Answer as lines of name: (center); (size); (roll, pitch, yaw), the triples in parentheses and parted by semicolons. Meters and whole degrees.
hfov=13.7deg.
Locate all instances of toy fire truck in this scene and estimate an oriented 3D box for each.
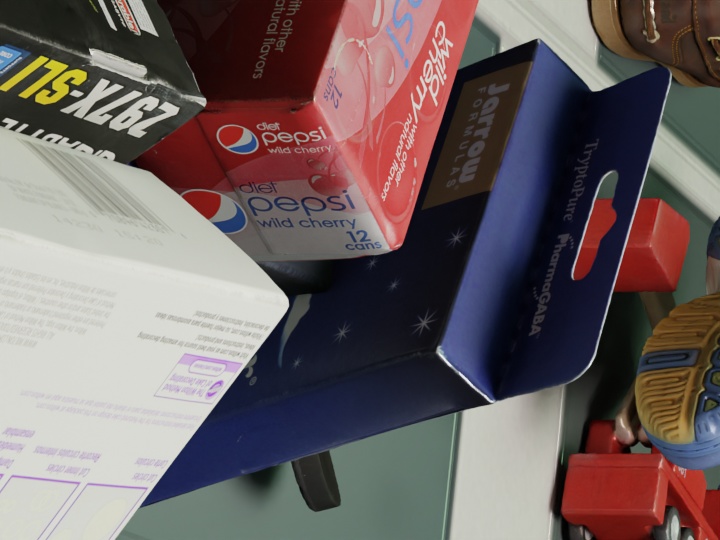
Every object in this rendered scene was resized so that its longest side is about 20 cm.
toy fire truck: (0.134, 0.069, 1.366); (0.200, 0.048, 0.142); (52, 44, -54)

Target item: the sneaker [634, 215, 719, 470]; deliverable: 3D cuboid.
sneaker: (0.177, 0.045, 1.311); (0.200, 0.075, 0.089); (-50, 134, -54)

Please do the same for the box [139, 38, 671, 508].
box: (0.000, 0.000, 0.910); (0.032, 0.199, 0.122); (42, 49, -29)

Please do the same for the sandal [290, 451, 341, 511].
sandal: (-0.011, -0.016, 1.036); (0.075, 0.045, 0.201); (-104, -169, -87)

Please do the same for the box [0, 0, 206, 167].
box: (-0.129, -0.122, 0.693); (0.201, 0.049, 0.160); (63, 17, 18)

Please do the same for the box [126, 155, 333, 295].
box: (-0.075, -0.101, 0.853); (0.148, 0.104, 0.201); (20, 72, -64)

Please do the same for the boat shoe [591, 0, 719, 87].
boat shoe: (0.175, -0.123, 1.428); (0.200, 0.070, 0.071); (-10, 98, -66)

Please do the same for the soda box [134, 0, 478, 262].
soda box: (-0.003, -0.101, 0.810); (0.070, 0.063, 0.201); (60, 38, -47)

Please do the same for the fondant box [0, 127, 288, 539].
fondant box: (-0.122, 0.061, 0.684); (0.200, 0.058, 0.144); (-54, 156, 10)
